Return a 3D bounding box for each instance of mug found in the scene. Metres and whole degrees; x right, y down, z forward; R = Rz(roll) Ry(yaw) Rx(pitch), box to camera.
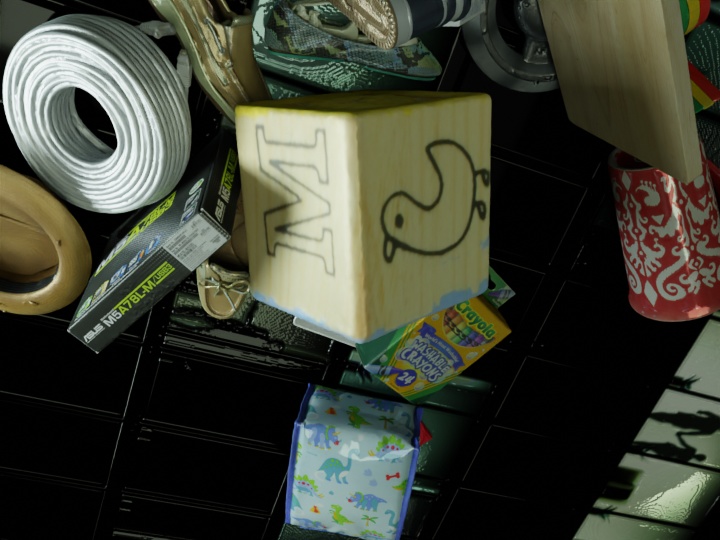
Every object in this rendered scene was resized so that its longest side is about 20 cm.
[{"bbox_3d":[0.386,-0.071,0.919,0.131,0.178,0.203,-5,121,36],"label":"mug"}]

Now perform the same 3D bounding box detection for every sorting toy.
[{"bbox_3d":[0.266,-0.217,0.720,0.069,0.199,0.202,-30,125,-4],"label":"sorting toy"}]

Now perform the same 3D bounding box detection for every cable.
[{"bbox_3d":[-0.264,-0.152,0.744,0.196,0.069,0.203,11,123,15],"label":"cable"}]

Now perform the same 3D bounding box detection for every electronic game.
[{"bbox_3d":[0.204,-0.292,0.799,0.195,0.042,0.203,-3,126,-5],"label":"electronic game"}]

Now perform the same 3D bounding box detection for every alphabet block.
[{"bbox_3d":[0.003,-0.071,0.744,0.193,0.194,0.204,-19,114,-40],"label":"alphabet block"}]

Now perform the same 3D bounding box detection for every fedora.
[{"bbox_3d":[-0.382,-0.047,0.803,0.196,0.082,0.204,1,124,2],"label":"fedora"}]

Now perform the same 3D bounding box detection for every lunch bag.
[{"bbox_3d":[-0.011,0.273,0.995,0.166,0.128,0.204,10,111,5],"label":"lunch bag"}]

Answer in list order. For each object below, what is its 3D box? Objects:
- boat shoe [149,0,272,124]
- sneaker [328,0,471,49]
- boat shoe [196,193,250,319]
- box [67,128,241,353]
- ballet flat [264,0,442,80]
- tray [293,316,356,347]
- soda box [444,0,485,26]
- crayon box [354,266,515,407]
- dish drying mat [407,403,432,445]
[{"bbox_3d":[-0.137,-0.233,0.740,0.075,0.072,0.201,-21,121,25],"label":"boat shoe"},{"bbox_3d":[0.027,-0.289,0.707,0.107,0.201,0.071,-23,145,-16],"label":"sneaker"},{"bbox_3d":[-0.155,-0.024,0.870,0.072,0.063,0.204,7,116,-12],"label":"boat shoe"},{"bbox_3d":[-0.206,-0.037,0.772,0.199,0.195,0.047,-37,120,19],"label":"box"},{"bbox_3d":[-0.001,-0.247,0.770,0.196,0.075,0.076,4,117,-16],"label":"ballet flat"},{"bbox_3d":[0.000,0.000,0.931,0.106,0.022,0.202,21,113,-18],"label":"tray"},{"bbox_3d":[0.076,-0.350,0.721,0.067,0.064,0.204,12,124,32],"label":"soda box"},{"bbox_3d":[0.107,0.078,0.960,0.199,0.052,0.125,-42,128,13],"label":"crayon box"},{"bbox_3d":[0.005,0.271,1.077,0.198,0.018,0.077,-31,117,8],"label":"dish drying mat"}]
